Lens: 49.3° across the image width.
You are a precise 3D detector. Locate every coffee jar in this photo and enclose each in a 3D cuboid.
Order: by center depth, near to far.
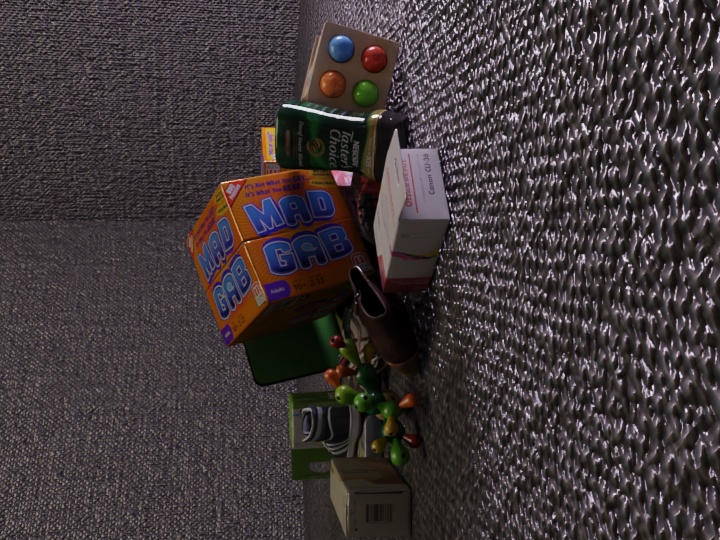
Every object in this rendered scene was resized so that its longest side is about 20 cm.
[{"bbox_3d":[-0.026,-0.195,1.181,0.085,0.198,0.105,-50,-35,-63],"label":"coffee jar"}]

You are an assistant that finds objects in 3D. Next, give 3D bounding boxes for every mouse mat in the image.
[{"bbox_3d":[-0.119,0.110,1.375,0.008,0.199,0.162,-37,67,51],"label":"mouse mat"}]

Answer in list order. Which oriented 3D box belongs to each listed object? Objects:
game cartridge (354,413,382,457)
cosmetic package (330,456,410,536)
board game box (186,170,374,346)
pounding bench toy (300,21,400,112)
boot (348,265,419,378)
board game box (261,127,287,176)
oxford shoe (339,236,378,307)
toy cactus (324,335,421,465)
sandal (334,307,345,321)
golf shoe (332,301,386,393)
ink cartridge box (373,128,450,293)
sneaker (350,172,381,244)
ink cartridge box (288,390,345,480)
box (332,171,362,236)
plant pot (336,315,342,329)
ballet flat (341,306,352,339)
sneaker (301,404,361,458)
[{"bbox_3d":[0.014,0.351,1.469,0.133,0.041,0.202,-138,48,-73],"label":"game cartridge"},{"bbox_3d":[0.012,0.359,1.264,0.200,0.104,0.072,-176,87,-80],"label":"cosmetic package"},{"bbox_3d":[-0.136,-0.024,1.283,0.200,0.199,0.201,-42,68,53],"label":"board game box"},{"bbox_3d":[-0.029,-0.277,1.273,0.156,0.123,0.202,-141,65,-79],"label":"pounding bench toy"},{"bbox_3d":[0.022,0.042,1.108,0.201,0.072,0.167,61,180,44],"label":"boot"},{"bbox_3d":[-0.126,-0.195,1.787,0.200,0.198,0.201,-104,16,-58],"label":"board game box"},{"bbox_3d":[0.000,0.000,1.375,0.073,0.084,0.200,47,140,6],"label":"oxford shoe"},{"bbox_3d":[0.032,0.185,1.142,0.200,0.102,0.165,51,-174,23],"label":"toy cactus"},{"bbox_3d":[-0.065,0.031,1.535,0.076,0.199,0.043,-54,-3,-15],"label":"sandal"},{"bbox_3d":[0.018,0.125,1.357,0.088,0.077,0.202,26,108,38],"label":"golf shoe"},{"bbox_3d":[0.065,-0.073,1.003,0.201,0.067,0.117,100,166,-56],"label":"ink cartridge box"},{"bbox_3d":[0.023,-0.116,1.258,0.098,0.070,0.202,104,165,-56],"label":"sneaker"},{"bbox_3d":[-0.078,0.368,1.695,0.076,0.146,0.202,-139,48,-77],"label":"ink cartridge box"},{"bbox_3d":[-0.022,-0.149,1.462,0.200,0.094,0.103,-107,19,-62],"label":"box"},{"bbox_3d":[-0.098,0.085,1.624,0.200,0.182,0.202,2,-90,-87],"label":"plant pot"},{"bbox_3d":[0.001,0.138,1.448,0.065,0.070,0.202,5,-92,-85],"label":"ballet flat"},{"bbox_3d":[-0.062,0.312,1.487,0.201,0.107,0.071,102,165,-53],"label":"sneaker"}]
